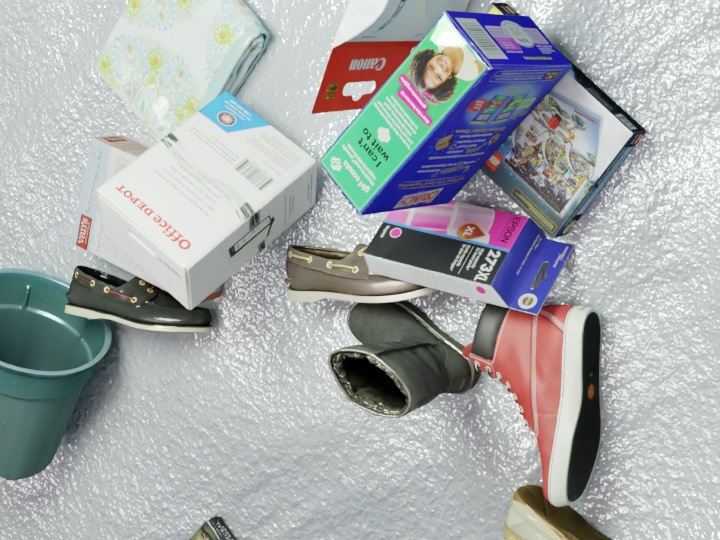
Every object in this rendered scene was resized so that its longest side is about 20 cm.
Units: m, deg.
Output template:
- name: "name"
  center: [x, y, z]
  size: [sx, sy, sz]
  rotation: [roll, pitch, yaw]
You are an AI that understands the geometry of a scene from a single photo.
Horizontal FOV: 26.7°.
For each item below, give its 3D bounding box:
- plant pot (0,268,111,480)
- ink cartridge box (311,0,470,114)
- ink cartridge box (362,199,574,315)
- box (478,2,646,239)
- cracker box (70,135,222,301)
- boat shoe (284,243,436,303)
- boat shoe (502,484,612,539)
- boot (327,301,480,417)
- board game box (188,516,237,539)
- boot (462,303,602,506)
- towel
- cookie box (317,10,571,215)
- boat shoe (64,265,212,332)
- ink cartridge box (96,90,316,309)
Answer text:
- name: "plant pot"
  center: [-0.425, 0.137, 1.866]
  size: [0.199, 0.199, 0.198]
  rotation: [36, 123, 22]
- name: "ink cartridge box"
  center: [0.041, -0.242, 1.512]
  size: [0.047, 0.159, 0.202]
  rotation: [32, 114, 25]
- name: "ink cartridge box"
  center: [0.109, -0.021, 1.548]
  size: [0.198, 0.095, 0.037]
  rotation: [16, 147, 28]
- name: "box"
  center: [0.169, -0.151, 1.518]
  size: [0.200, 0.038, 0.137]
  rotation: [46, 119, 18]
- name: "cracker box"
  center: [-0.240, -0.062, 1.783]
  size: [0.198, 0.057, 0.136]
  rotation: [25, 109, 26]
- name: "boat shoe"
  center: [0.000, 0.000, 1.634]
  size: [0.198, 0.071, 0.060]
  rotation: [-1, 100, 38]
- name: "boat shoe"
  center: [0.225, 0.304, 1.543]
  size: [0.200, 0.073, 0.067]
  rotation: [43, 121, 31]
- name: "boot"
  center: [0.019, 0.088, 1.556]
  size: [0.180, 0.199, 0.073]
  rotation: [25, 110, 27]
- name: "board game box"
  center: [-0.156, 0.414, 1.825]
  size: [0.201, 0.028, 0.135]
  rotation: [51, 121, 15]
- name: "boot"
  center: [0.169, 0.133, 1.549]
  size: [0.143, 0.072, 0.203]
  rotation: [3, 92, 32]
- name: "towel"
  center: [-0.208, -0.253, 1.737]
  size: [0.171, 0.048, 0.201]
  rotation: [48, 119, 16]
- name: "cookie box"
  center: [0.081, -0.149, 1.450]
  size: [0.075, 0.170, 0.200]
  rotation: [52, 120, 17]
- name: "boat shoe"
  center: [-0.263, 0.036, 1.804]
  size: [0.199, 0.073, 0.064]
  rotation: [11, 93, 25]
- name: "ink cartridge box"
  center: [-0.165, -0.078, 1.643]
  size: [0.146, 0.200, 0.085]
  rotation: [39, 152, 21]
